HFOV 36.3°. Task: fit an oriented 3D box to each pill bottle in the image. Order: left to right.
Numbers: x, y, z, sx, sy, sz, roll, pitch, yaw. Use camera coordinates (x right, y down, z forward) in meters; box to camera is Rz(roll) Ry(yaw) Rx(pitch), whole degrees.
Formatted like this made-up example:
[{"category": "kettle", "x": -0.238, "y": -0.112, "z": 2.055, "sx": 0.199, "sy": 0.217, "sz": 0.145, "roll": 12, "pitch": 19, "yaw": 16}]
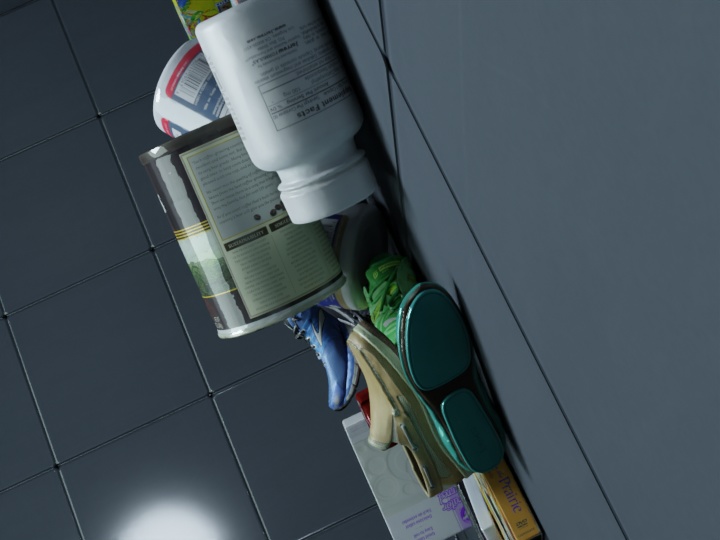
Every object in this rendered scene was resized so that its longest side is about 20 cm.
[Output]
[{"category": "pill bottle", "x": -0.120, "y": -0.167, "z": 1.228, "sx": 0.199, "sy": 0.120, "sz": 0.120, "roll": 30, "pitch": 166, "yaw": 14}, {"category": "pill bottle", "x": -0.079, "y": -0.024, "z": 1.259, "sx": 0.120, "sy": 0.198, "sz": 0.121, "roll": 7, "pitch": -90, "yaw": -67}, {"category": "pill bottle", "x": -0.061, "y": -0.152, "z": 1.007, "sx": 0.114, "sy": 0.114, "sz": 0.201, "roll": -127, "pitch": 13, "yaw": -76}]

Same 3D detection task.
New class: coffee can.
[{"category": "coffee can", "x": -0.117, "y": -0.053, "z": 1.113, "sx": 0.146, "sy": 0.145, "sz": 0.202, "roll": -135, "pitch": 22, "yaw": -81}]

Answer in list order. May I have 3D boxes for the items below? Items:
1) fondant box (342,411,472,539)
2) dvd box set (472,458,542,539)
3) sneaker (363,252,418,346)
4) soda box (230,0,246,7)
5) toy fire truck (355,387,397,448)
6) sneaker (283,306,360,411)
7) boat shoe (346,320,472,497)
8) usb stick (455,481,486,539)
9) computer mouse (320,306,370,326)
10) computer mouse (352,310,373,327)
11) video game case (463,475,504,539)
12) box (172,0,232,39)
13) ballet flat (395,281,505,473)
[{"category": "fondant box", "x": 0.080, "y": 0.271, "z": 1.513, "sx": 0.058, "sy": 0.143, "sz": 0.201, "roll": -160, "pitch": 46, "yaw": -84}, {"category": "dvd box set", "x": 0.135, "y": 0.208, "z": 1.165, "sx": 0.147, "sy": 0.029, "sz": 0.201, "roll": 73, "pitch": 172, "yaw": -64}, {"category": "sneaker", "x": 0.035, "y": 0.033, "z": 1.141, "sx": 0.084, "sy": 0.074, "sz": 0.200, "roll": 63, "pitch": 178, "yaw": -17}, {"category": "soda box", "x": -0.106, "y": -0.291, "z": 1.196, "sx": 0.200, "sy": 0.063, "sz": 0.069, "roll": 81, "pitch": 164, "yaw": -75}, {"category": "toy fire truck", "x": 0.037, "y": 0.122, "z": 1.393, "sx": 0.169, "sy": 0.111, "sz": 0.200, "roll": 65, "pitch": 176, "yaw": -3}, {"category": "sneaker", "x": -0.050, "y": 0.077, "z": 1.373, "sx": 0.079, "sy": 0.088, "sz": 0.202, "roll": 113, "pitch": 148, "yaw": -75}, {"category": "boat shoe", "x": 0.038, "y": 0.141, "z": 1.051, "sx": 0.201, "sy": 0.076, "sz": 0.072, "roll": 54, "pitch": 175, "yaw": -20}, {"category": "usb stick", "x": 0.151, "y": 0.297, "z": 1.419, "sx": 0.055, "sy": 0.033, "sz": 0.201, "roll": 4, "pitch": -125, "yaw": -51}, {"category": "computer mouse", "x": 0.000, "y": 0.000, "z": 1.326, "sx": 0.199, "sy": 0.141, "sz": 0.046, "roll": 22, "pitch": 171, "yaw": 23}, {"category": "computer mouse", "x": 0.053, "y": 0.142, "z": 1.231, "sx": 0.139, "sy": 0.052, "sz": 0.201, "roll": -116, "pitch": 3, "yaw": -70}, {"category": "video game case", "x": 0.178, "y": 0.344, "z": 1.286, "sx": 0.201, "sy": 0.018, "sz": 0.143, "roll": 61, "pitch": -177, "yaw": -16}, {"category": "box", "x": -0.189, "y": -0.394, "z": 1.284, "sx": 0.193, "sy": 0.121, "sz": 0.201, "roll": 76, "pitch": 170, "yaw": -74}, {"category": "ballet flat", "x": 0.072, "y": 0.092, "z": 0.985, "sx": 0.201, "sy": 0.067, "sz": 0.070, "roll": 66, "pitch": 171, "yaw": -24}]
